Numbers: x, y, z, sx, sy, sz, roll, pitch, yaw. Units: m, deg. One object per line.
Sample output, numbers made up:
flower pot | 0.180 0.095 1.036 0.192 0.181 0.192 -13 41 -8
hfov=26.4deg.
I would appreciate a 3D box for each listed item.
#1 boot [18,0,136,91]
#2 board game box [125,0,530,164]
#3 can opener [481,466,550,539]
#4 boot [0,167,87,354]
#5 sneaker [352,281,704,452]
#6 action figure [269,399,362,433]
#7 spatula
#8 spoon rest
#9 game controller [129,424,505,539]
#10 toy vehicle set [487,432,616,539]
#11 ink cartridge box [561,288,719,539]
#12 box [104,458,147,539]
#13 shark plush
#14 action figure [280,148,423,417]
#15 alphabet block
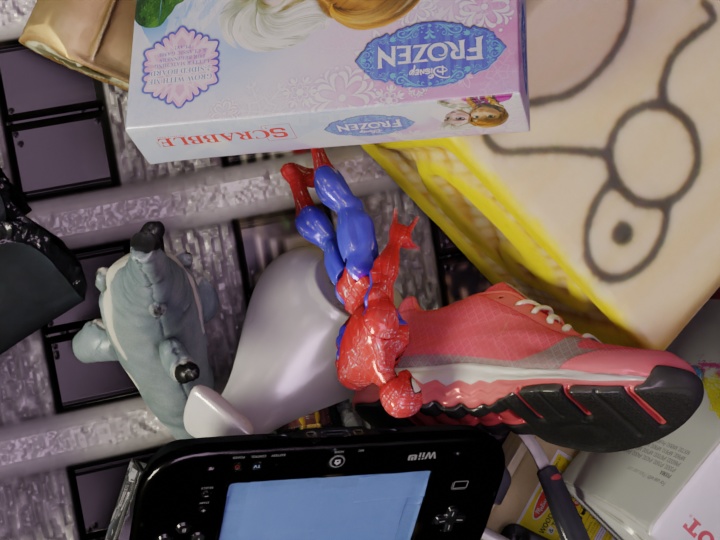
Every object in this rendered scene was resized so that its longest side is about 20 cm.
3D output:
boot | -0.149 -0.218 0.868 0.173 0.066 0.202 20 90 -14
board game box | -0.015 -0.160 0.781 0.197 0.041 0.202 -5 68 12
can opener | 0.110 0.161 0.935 0.199 0.053 0.067 28 86 -15
boot | -0.220 0.055 0.859 0.167 0.076 0.201 -33 95 -6
sneaker | 0.087 0.043 0.821 0.074 0.198 0.088 46 51 -47
action figure | -0.029 0.112 0.892 0.117 0.055 0.202 -4 65 -23
spatula | 0.101 0.108 0.927 0.056 0.021 0.201 -4 60 -47
spoon rest | -0.039 0.048 0.873 0.099 0.200 0.061 40 127 6
game controller | -0.022 0.124 0.800 0.198 0.042 0.105 -1 137 -20
toy vehicle set | 0.138 0.155 0.983 0.124 0.026 0.201 33 85 -14
ink cartridge box | 0.248 0.112 0.919 0.145 0.145 0.200 44 82 -13
box | -0.069 0.218 0.922 0.198 0.050 0.159 20 88 -15
shark plush | -0.099 0.028 0.843 0.090 0.201 0.084 -16 65 -23
action figure | 0.000 0.000 0.849 0.051 0.201 0.066 9 133 -25
alphabet block | 0.136 -0.094 0.881 0.200 0.196 0.195 -46 101 -7
